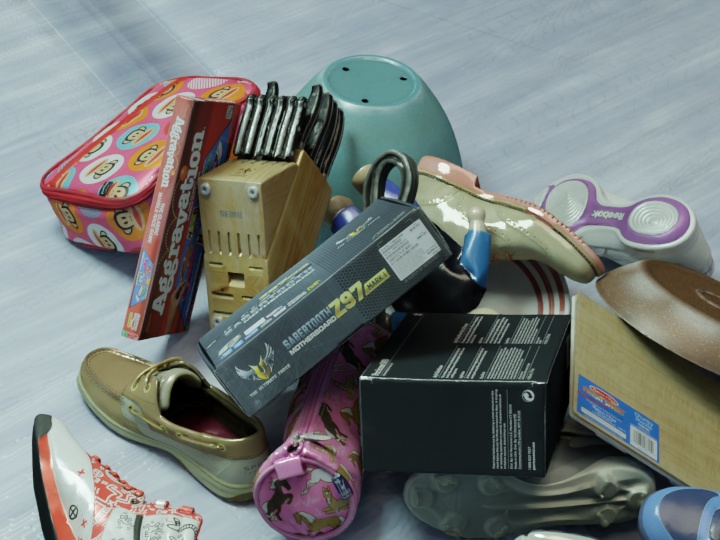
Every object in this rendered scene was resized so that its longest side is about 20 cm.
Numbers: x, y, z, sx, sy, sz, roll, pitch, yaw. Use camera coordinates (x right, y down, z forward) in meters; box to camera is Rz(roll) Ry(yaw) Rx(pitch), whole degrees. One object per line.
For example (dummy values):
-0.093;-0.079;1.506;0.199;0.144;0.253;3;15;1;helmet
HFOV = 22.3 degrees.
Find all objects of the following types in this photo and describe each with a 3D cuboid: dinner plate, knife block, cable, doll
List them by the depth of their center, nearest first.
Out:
0.000;0.000;1.528;0.050;0.201;0.097;5;26;-49;cable
0.055;-0.006;1.562;0.136;0.048;0.200;-43;64;3;doll
-0.066;-0.056;1.568;0.063;0.202;0.175;6;21;27;knife block
0.084;0.026;1.602;0.198;0.024;0.201;1;48;-1;dinner plate

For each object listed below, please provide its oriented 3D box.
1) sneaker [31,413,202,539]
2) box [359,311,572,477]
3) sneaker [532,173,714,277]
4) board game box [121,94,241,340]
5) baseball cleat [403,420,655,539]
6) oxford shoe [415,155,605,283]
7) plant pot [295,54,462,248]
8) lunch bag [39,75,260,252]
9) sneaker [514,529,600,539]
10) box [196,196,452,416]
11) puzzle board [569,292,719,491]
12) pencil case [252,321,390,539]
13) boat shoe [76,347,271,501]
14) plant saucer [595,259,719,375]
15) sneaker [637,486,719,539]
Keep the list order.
-0.178;0.183;1.355;0.107;0.068;0.202;-8;43;-18;sneaker
0.086;0.092;1.418;0.140;0.080;0.200;3;13;12;box
0.238;-0.028;1.682;0.199;0.100;0.075;20;70;47;sneaker
-0.148;-0.044;1.518;0.019;0.202;0.103;17;8;18;board game box
0.127;0.163;1.431;0.198;0.070;0.107;4;23;-7;baseball cleat
0.120;-0.027;1.600;0.199;0.071;0.074;27;76;28;oxford shoe
0.006;-0.120;1.708;0.198;0.136;0.201;4;38;-3;plant pot
-0.189;-0.100;1.670;0.175;0.082;0.200;9;43;45;lunch bag
0.199;0.246;1.331;0.198;0.078;0.080;4;57;6;sneaker
-0.033;0.023;1.422;0.199;0.051;0.158;-38;9;-4;box
0.245;0.117;1.459;0.199;0.017;0.151;32;35;-15;puzzle board
-0.026;0.119;1.431;0.082;0.087;0.201;33;34;-10;pencil case
-0.146;0.105;1.455;0.199;0.067;0.074;27;43;26;boat shoe
0.296;0.040;1.548;0.199;0.037;0.201;24;16;-7;plant saucer
0.304;0.203;1.350;0.198;0.082;0.074;20;59;9;sneaker
